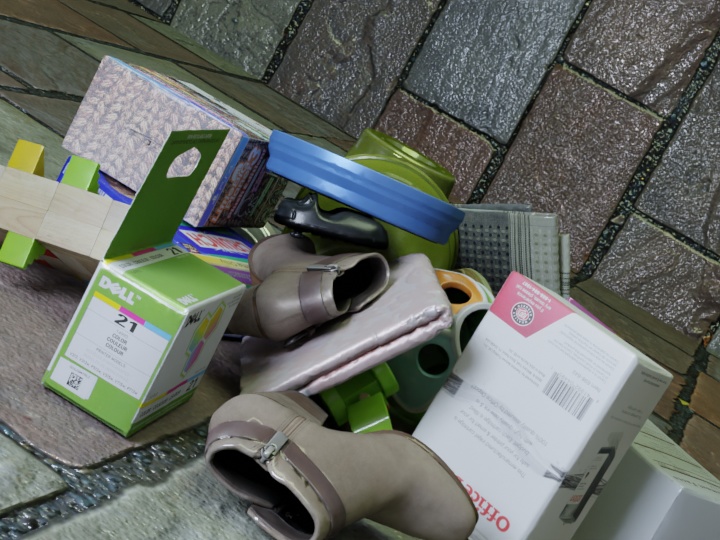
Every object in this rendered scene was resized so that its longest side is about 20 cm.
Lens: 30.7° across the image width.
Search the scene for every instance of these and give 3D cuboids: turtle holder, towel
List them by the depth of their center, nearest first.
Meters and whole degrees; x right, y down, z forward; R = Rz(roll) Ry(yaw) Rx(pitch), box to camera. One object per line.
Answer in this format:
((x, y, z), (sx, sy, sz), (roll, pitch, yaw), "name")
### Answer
((-0.015, 0.054, 1.121), (0.032, 0.190, 0.200), (62, 3, -14), "towel")
((0.077, 0.091, 1.234), (0.140, 0.188, 0.131), (10, -9, -33), "turtle holder")
((0.149, 0.018, 1.500), (0.191, 0.202, 0.034), (7, 23, 31), "towel")

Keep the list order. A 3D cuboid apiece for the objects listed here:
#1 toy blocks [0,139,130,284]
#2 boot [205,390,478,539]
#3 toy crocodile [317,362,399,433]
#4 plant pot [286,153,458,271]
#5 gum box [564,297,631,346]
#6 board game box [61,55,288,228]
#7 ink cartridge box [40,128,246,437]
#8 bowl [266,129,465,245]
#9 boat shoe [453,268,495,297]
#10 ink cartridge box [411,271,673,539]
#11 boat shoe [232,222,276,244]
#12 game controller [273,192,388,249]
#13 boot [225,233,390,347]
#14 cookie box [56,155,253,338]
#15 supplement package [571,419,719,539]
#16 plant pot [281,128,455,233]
((-0.239, -0.027, 1.112), (0.198, 0.101, 0.137), (17, -14, 15), "toy blocks")
((-0.017, 0.154, 0.916), (0.199, 0.071, 0.146), (30, 18, 6), "boot")
((-0.015, 0.099, 1.188), (0.200, 0.067, 0.062), (45, -17, 57), "toy crocodile")
((0.000, 0.000, 1.407), (0.199, 0.201, 0.193), (28, 23, -3), "plant pot")
((0.197, 0.109, 1.403), (0.113, 0.066, 0.200), (37, -28, -14), "gum box")
((-0.169, -0.122, 1.300), (0.159, 0.097, 0.200), (30, 8, 12), "board game box")
((-0.132, 0.003, 0.951), (0.075, 0.201, 0.148), (30, 11, 7), "ink cartridge box")
((0.001, -0.077, 1.242), (0.199, 0.040, 0.201), (24, 3, -1), "bowl")
((0.103, 0.078, 1.373), (0.076, 0.072, 0.202), (16, 48, -27), "boat shoe")
((0.141, 0.128, 1.091), (0.145, 0.201, 0.085), (38, 9, 38), "ink cartridge box")
((-0.179, -0.058, 1.485), (0.200, 0.072, 0.068), (40, 35, 16), "boat shoe")
((-0.027, -0.042, 1.210), (0.103, 0.042, 0.200), (23, 4, -3), "game controller")
((-0.040, 0.008, 1.154), (0.200, 0.145, 0.071), (-47, 120, -53), "boot")
((-0.181, -0.018, 1.258), (0.199, 0.076, 0.171), (37, 12, 31), "cookie box")
((0.245, 0.209, 1.212), (0.117, 0.118, 0.200), (22, 13, -33), "supplement package")
((0.017, -0.062, 1.623), (0.199, 0.194, 0.200), (28, 11, -6), "plant pot")
